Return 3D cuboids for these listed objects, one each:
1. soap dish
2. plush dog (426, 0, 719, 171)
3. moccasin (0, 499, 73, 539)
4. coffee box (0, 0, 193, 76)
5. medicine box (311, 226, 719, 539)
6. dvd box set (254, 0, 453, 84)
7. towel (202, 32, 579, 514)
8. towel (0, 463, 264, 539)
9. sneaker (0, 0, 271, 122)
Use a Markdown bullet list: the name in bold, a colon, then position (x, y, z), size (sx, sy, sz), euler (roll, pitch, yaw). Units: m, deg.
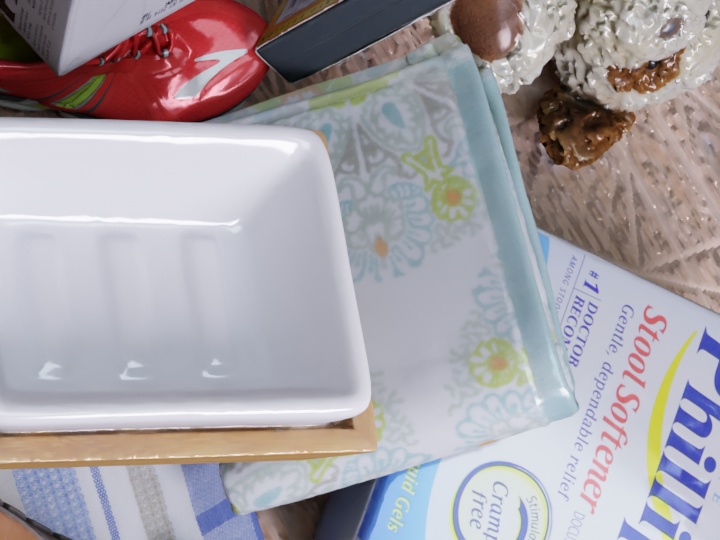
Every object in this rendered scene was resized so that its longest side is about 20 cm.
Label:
- **soap dish**: position (-0.100, 0.014, 1.206), size (0.199, 0.081, 0.158), euler (0, 66, -26)
- **plush dog**: position (0.124, -0.154, 1.416), size (0.200, 0.160, 0.172), euler (-42, 121, -3)
- **moccasin**: position (-0.134, 0.152, 1.171), size (0.201, 0.073, 0.078), euler (37, 67, -43)
- **coffee box**: position (-0.151, -0.202, 1.248), size (0.114, 0.080, 0.200), euler (-33, 70, -31)
- **medicine box**: position (0.101, 0.095, 1.359), size (0.199, 0.103, 0.183), euler (24, 73, -11)
- **dvd box set**: position (0.037, -0.189, 1.329), size (0.029, 0.146, 0.201), euler (41, 54, -20)
- **towel**: position (0.000, 0.000, 1.295), size (0.170, 0.048, 0.201), euler (-18, 67, 10)
- **towel**: position (-0.125, 0.116, 1.260), size (0.200, 0.024, 0.148), euler (-30, 107, -47)
- **sneaker**: position (-0.126, -0.105, 1.295), size (0.199, 0.085, 0.078), euler (1, 84, -26)
